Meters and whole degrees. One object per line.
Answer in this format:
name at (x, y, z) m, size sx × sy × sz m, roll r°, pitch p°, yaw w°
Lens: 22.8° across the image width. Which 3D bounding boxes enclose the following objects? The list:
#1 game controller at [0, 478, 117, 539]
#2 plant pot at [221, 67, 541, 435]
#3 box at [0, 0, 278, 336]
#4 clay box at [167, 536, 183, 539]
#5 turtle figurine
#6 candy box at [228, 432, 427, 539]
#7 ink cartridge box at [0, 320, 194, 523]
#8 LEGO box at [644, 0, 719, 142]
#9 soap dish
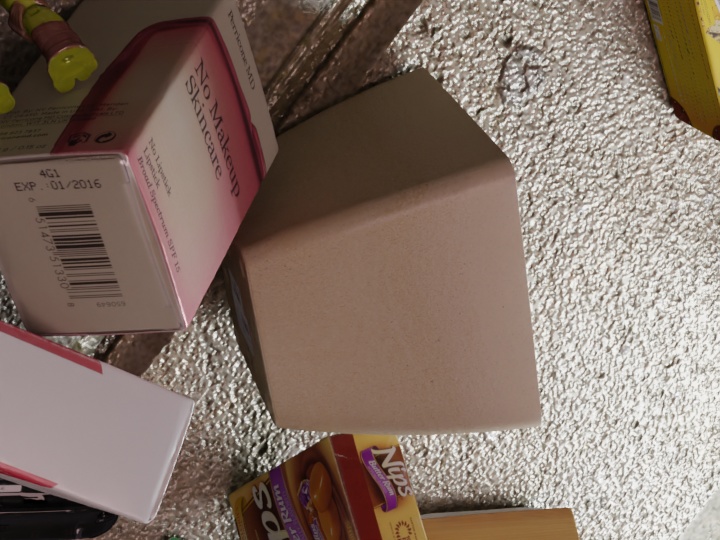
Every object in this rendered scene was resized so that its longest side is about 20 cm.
game controller at (-0.255, 0.140, 1.249) m, size 0.200 × 0.042 × 0.105 m, roll 3°, pitch 98°, yaw -30°
plant pot at (0.000, 0.000, 1.225) m, size 0.177 × 0.200 × 0.200 m, roll -14°, pitch 118°, yaw -10°
box at (-0.139, -0.069, 1.090) m, size 0.109 × 0.200 × 0.128 m, roll -3°, pitch 125°, yaw 19°
clay box at (-0.099, 0.293, 1.398) m, size 0.200 × 0.048 × 0.115 m, roll 31°, pitch 96°, yaw -37°
turtle figurine at (-0.215, -0.174, 1.039) m, size 0.200 × 0.161 × 0.064 m, roll -19°, pitch 157°, yaw -29°
candy box at (-0.024, 0.191, 1.278) m, size 0.056 × 0.200 × 0.117 m, roll -10°, pitch 76°, yaw -27°
ink cartridge box at (-0.218, 0.088, 1.125) m, size 0.145 × 0.200 × 0.083 m, roll 25°, pitch 78°, yaw -29°
LEGO box at (0.295, -0.218, 1.344) m, size 0.149 × 0.077 × 0.200 m, roll -31°, pitch 125°, yaw -12°
soap dish at (0.096, 0.297, 1.487) m, size 0.157 × 0.081 × 0.200 m, roll 1°, pitch 114°, yaw -29°
